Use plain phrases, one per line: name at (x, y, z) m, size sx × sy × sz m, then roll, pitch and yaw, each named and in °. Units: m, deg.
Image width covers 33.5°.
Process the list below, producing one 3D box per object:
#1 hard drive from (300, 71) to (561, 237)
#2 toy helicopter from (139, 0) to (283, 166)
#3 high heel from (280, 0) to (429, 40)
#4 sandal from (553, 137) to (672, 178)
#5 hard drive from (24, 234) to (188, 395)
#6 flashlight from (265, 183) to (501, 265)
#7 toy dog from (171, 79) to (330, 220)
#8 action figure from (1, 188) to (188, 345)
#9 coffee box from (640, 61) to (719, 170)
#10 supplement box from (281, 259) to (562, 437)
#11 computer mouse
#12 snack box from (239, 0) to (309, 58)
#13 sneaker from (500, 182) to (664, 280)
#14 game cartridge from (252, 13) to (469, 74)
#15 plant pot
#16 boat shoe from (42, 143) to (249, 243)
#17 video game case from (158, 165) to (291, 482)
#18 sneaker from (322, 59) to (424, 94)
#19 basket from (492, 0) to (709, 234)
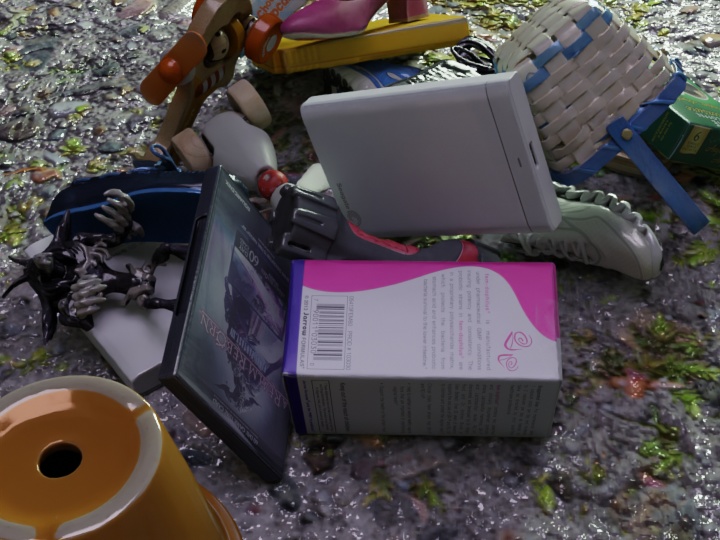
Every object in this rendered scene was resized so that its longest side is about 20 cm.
hard drive at (0.055, -0.089, 0.980) m, size 0.199 × 0.133 × 0.027 m, roll 0°, pitch 34°, yaw 37°
toy helicopter at (-0.158, -0.169, 1.114) m, size 0.079 × 0.201 × 0.132 m, roll 31°, pitch 19°, yaw 10°
high heel at (-0.005, -0.278, 1.150) m, size 0.199 × 0.097 × 0.067 m, roll -21°, pitch 19°, yaw -37°
sandal at (0.204, -0.153, 1.165) m, size 0.210 × 0.070 × 0.078 m, roll 17°, pitch 46°, yaw 20°
hard drive at (-0.187, 0.013, 1.035) m, size 0.131 × 0.026 × 0.200 m, roll -28°, pitch 49°, yaw -25°
flashlight at (0.022, -0.016, 0.960) m, size 0.199 × 0.068 × 0.068 m, roll 21°, pitch 3°, yaw -25°
toy dog at (-0.090, -0.077, 1.089) m, size 0.131 × 0.096 × 0.201 m, roll -22°, pitch 56°, yaw 5°
action figure at (-0.196, -0.002, 0.955) m, size 0.198 × 0.102 × 0.120 m, roll 3°, pitch 65°, yaw 2°
coffee box at (0.285, -0.168, 1.163) m, size 0.122 × 0.044 × 0.200 m, roll 5°, pitch 34°, yaw -38°
supplement box at (0.047, 0.060, 0.905) m, size 0.198 × 0.104 × 0.102 m, roll 0°, pitch 57°, yaw 4°
computer mouse at (0.084, -0.140, 1.079) m, size 0.199 × 0.053 × 0.138 m, roll -27°, pitch 54°, yaw -37°
snack box at (-0.049, -0.296, 1.198) m, size 0.200 × 0.037 × 0.116 m, roll -38°, pitch 13°, yaw 15°
sneaker at (0.175, -0.037, 1.050) m, size 0.081 × 0.075 × 0.200 m, roll -41°, pitch 50°, yaw -20°
game cartridge at (-0.006, -0.234, 1.240) m, size 0.199 × 0.033 × 0.176 m, roll -13°, pitch 15°, yaw -9°
plant pot at (-0.171, 0.173, 0.745) m, size 0.198 × 0.184 × 0.201 m, roll -1°, pitch 43°, yaw 1°
boat shoe at (-0.183, -0.069, 1.013) m, size 0.199 × 0.084 × 0.069 m, roll -1°, pitch 53°, yaw 22°
video game case at (-0.089, 0.038, 0.909) m, size 0.019 × 0.143 × 0.201 m, roll -17°, pitch 45°, yaw 23°
sneaker at (0.048, -0.163, 1.178) m, size 0.089 × 0.079 × 0.200 m, roll -28°, pitch 48°, yaw -22°
basket at (0.205, -0.127, 0.991) m, size 0.139 × 0.200 × 0.176 m, roll -45°, pitch 12°, yaw 12°
